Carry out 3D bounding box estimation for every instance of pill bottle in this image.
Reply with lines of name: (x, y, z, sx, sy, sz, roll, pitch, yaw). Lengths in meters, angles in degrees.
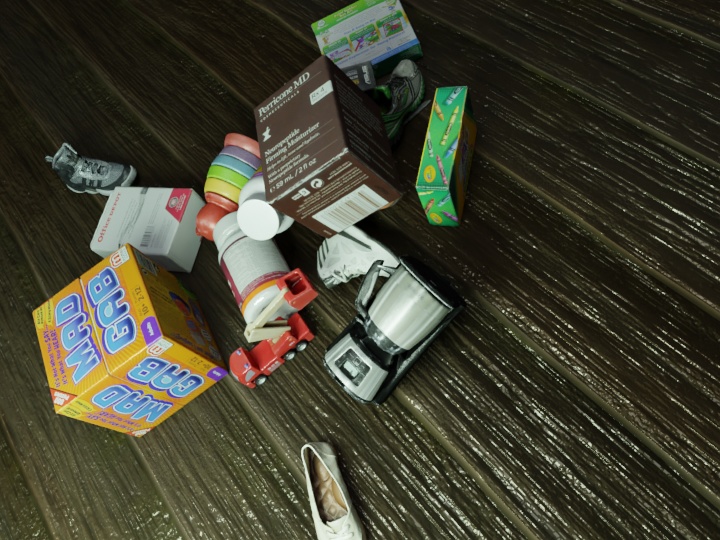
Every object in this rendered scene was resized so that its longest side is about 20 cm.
pill bottle: (-0.152, -0.133, 1.017, 0.102, 0.106, 0.201, -10, 29, 15)
pill bottle: (-0.186, -0.004, 1.018, 0.109, 0.110, 0.201, -34, 59, 1)

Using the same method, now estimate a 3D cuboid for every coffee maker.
coffee maker: (0.060, 0.094, 0.865, 0.201, 0.191, 0.135, -50, 52, 12)

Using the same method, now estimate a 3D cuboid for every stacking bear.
stacking bear: (-0.253, -0.150, 1.118, 0.120, 0.114, 0.203, 16, 76, 26)

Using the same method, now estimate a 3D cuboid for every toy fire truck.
toy fire truck: (-0.142, 0.100, 0.934, 0.199, 0.141, 0.049, -39, 59, -2)

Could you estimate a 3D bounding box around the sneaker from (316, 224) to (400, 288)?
sneaker: (0.000, 0.000, 0.982, 0.200, 0.076, 0.116, 36, 90, 38)

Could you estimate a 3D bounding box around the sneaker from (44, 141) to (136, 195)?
sneaker: (-0.601, -0.225, 1.271, 0.196, 0.114, 0.077, 2, 66, 20)

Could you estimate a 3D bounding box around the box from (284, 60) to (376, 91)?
box: (-0.054, -0.343, 1.071, 0.156, 0.049, 0.200, -15, 18, 2)

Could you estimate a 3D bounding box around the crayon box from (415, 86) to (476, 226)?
crayon box: (0.150, -0.193, 0.982, 0.057, 0.119, 0.203, 5, 68, 21)

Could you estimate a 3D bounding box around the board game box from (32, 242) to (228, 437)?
board game box: (-0.384, 0.124, 0.976, 0.198, 0.200, 0.201, -35, 59, 0)

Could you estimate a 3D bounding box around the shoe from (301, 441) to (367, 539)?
shoe: (-0.044, 0.345, 0.832, 0.069, 0.053, 0.202, -26, 60, 6)

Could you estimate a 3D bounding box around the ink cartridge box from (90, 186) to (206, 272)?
ink cartridge box: (-0.419, -0.084, 1.156, 0.197, 0.084, 0.148, 4, 67, 22)

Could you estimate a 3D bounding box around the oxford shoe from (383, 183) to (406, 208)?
oxford shoe: (-0.007, -0.133, 1.049, 0.197, 0.072, 0.073, 5, 100, 37)

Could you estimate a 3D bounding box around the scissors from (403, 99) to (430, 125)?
scissors: (0.059, -0.262, 1.110, 0.197, 0.014, 0.074, -26, 52, 4)

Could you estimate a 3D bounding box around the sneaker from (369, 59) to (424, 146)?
sneaker: (0.065, -0.330, 1.090, 0.077, 0.086, 0.202, 8, 60, 26)

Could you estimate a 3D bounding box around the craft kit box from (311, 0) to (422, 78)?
craft kit box: (0.009, -0.489, 1.219, 0.197, 0.049, 0.200, -22, 63, 9)

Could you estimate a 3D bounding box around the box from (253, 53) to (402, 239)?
box: (-0.055, -0.194, 0.943, 0.164, 0.163, 0.203, -28, 58, 26)
